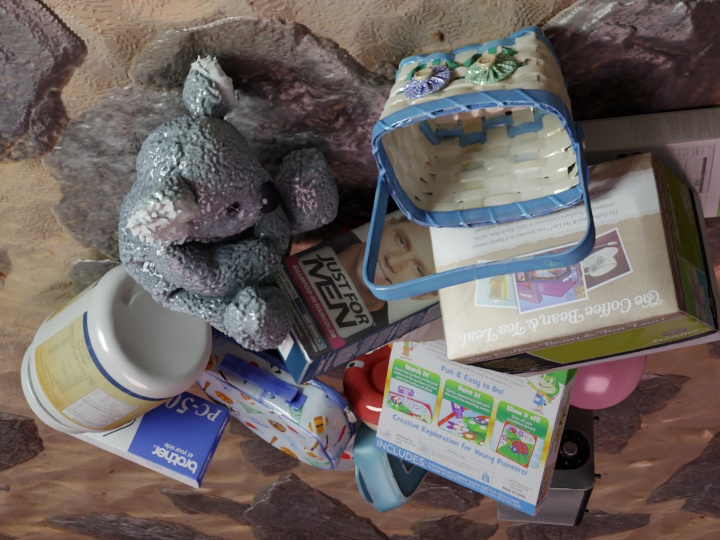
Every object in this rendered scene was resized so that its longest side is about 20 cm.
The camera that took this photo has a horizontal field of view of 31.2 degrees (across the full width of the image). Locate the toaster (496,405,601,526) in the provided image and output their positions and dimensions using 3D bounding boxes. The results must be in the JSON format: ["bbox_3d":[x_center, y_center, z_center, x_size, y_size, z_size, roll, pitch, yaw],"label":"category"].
[{"bbox_3d":[0.228,0.208,1.597,0.117,0.184,0.201,2,154,5],"label":"toaster"}]

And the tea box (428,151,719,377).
[{"bbox_3d":[0.189,0.004,1.105,0.197,0.136,0.196,-14,167,24],"label":"tea box"}]

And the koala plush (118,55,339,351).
[{"bbox_3d":[-0.129,-0.060,1.056,0.181,0.180,0.201,17,160,10],"label":"koala plush"}]

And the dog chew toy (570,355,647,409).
[{"bbox_3d":[0.208,0.076,1.399,0.197,0.126,0.125,15,151,-13],"label":"dog chew toy"}]

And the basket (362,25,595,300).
[{"bbox_3d":[0.087,-0.076,0.978,0.174,0.203,0.139,-11,146,19],"label":"basket"}]

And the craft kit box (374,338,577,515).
[{"bbox_3d":[0.120,0.129,1.356,0.198,0.200,0.048,21,-153,24],"label":"craft kit box"}]

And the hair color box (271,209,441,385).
[{"bbox_3d":[0.007,0.015,1.189,0.198,0.101,0.061,-24,163,-25],"label":"hair color box"}]

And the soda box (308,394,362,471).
[{"bbox_3d":[0.000,0.201,1.696,0.063,0.069,0.200,12,151,-25],"label":"soda box"}]

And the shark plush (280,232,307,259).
[{"bbox_3d":[-0.114,-0.003,1.260,0.090,0.085,0.200,13,150,-28],"label":"shark plush"}]

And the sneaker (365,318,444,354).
[{"bbox_3d":[0.014,0.047,1.268,0.197,0.081,0.077,7,125,-23],"label":"sneaker"}]

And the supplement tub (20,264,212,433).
[{"bbox_3d":[-0.263,0.088,1.372,0.143,0.147,0.199,18,149,-34],"label":"supplement tub"}]

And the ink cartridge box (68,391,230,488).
[{"bbox_3d":[-0.262,0.173,1.524,0.197,0.095,0.044,21,159,5],"label":"ink cartridge box"}]

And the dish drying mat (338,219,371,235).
[{"bbox_3d":[0.000,0.000,1.347,0.075,0.018,0.201,4,153,-11],"label":"dish drying mat"}]

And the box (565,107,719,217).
[{"bbox_3d":[0.266,-0.090,1.153,0.196,0.037,0.145,-3,154,8],"label":"box"}]

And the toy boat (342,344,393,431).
[{"bbox_3d":[0.066,0.100,1.467,0.197,0.131,0.132,-15,120,26],"label":"toy boat"}]

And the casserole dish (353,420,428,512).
[{"bbox_3d":[0.056,0.202,1.561,0.038,0.200,0.123,-5,119,33],"label":"casserole dish"}]

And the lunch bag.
[{"bbox_3d":[-0.096,0.148,1.497,0.198,0.076,0.161,25,159,20],"label":"lunch bag"}]
